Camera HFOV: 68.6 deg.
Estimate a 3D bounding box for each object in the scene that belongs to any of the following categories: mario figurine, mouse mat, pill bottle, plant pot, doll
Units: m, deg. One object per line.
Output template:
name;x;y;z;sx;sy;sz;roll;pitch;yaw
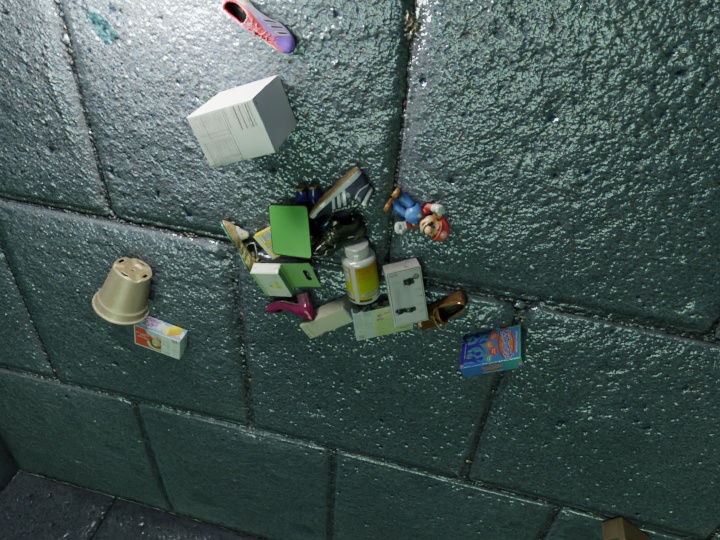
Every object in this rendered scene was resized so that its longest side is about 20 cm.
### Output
mario figurine;0.164;-0.148;1.500;0.199;0.107;0.124;32;163;1
mouse mat;-0.216;-0.121;1.608;0.199;0.007;0.163;8;107;44
pill bottle;0.000;0.000;1.659;0.108;0.110;0.202;2;126;15
plant pot;-0.847;0.062;1.919;0.199;0.201;0.184;28;117;-6
doll;-0.141;-0.163;1.603;0.135;0.049;0.202;-4;119;5

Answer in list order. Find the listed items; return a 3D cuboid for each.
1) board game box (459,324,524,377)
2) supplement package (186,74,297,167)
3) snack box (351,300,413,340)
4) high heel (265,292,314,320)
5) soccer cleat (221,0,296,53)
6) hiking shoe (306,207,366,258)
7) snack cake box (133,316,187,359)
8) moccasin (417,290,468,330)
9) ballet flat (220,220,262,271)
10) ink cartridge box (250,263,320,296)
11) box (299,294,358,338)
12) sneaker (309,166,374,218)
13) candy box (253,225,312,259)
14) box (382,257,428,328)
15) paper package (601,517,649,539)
board game box;0.425;0.259;1.699;0.198;0.153;0.045;-16;120;25
supplement package;-0.307;-0.396;1.402;0.198;0.192;0.148;-7;124;22
snack box;0.074;0.160;1.756;0.198;0.037;0.117;-12;125;-4
high heel;-0.249;0.147;1.840;0.199;0.067;0.097;-18;82;33
soccer cleat;-0.252;-0.604;1.307;0.199;0.073;0.068;36;127;-11
hiking shoe;-0.085;-0.115;1.586;0.199;0.076;0.101;-30;121;-6
snack cake box;-0.801;0.267;2.118;0.198;0.067;0.116;20;130;2
moccasin;0.263;0.144;1.708;0.201;0.078;0.074;-30;113;32
ballet flat;-0.387;-0.092;1.745;0.065;0.071;0.201;-26;122;0
ink cartridge box;-0.248;0.032;1.767;0.198;0.048;0.146;2;147;17
box;-0.109;0.161;1.829;0.199;0.082;0.069;-23;116;31
sneaker;-0.049;-0.194;1.529;0.200;0.070;0.108;-41;111;13
candy box;-0.240;-0.113;1.697;0.199;0.027;0.102;-23;121;29
box;0.142;0.072;1.663;0.115;0.060;0.202;-14;116;-3
paper package;1.082;1.137;2.128;0.190;0.201;0.103;37;127;-11
